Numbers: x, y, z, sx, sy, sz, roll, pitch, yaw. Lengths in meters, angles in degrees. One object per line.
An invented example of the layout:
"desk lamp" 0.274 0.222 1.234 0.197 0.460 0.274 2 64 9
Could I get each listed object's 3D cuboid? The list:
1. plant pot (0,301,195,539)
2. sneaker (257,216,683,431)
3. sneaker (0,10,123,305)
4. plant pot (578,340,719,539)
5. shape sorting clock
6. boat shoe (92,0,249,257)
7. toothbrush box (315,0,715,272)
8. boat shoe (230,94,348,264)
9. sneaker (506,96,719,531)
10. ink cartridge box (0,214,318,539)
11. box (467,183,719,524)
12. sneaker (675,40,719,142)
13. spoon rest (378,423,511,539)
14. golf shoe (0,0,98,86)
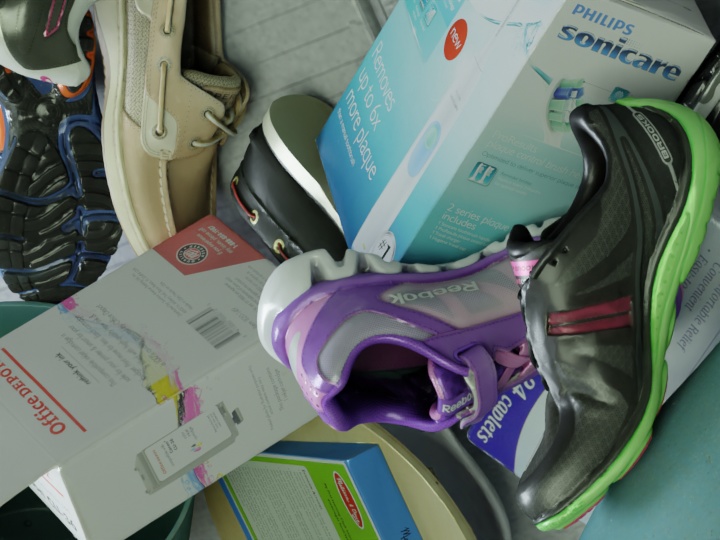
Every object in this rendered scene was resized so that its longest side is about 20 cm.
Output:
"plant pot" -0.186 0.143 1.579 0.200 0.201 0.161 22 148 13
"sneaker" 0.055 0.034 1.344 0.200 0.089 0.081 -8 125 -6
"sneaker" -0.167 -0.078 1.557 0.075 0.078 0.200 -2 109 -8
"plant pot" 0.205 0.114 1.299 0.200 0.200 0.188 25 100 12
"shape sorting clock" -0.007 0.144 1.545 0.200 0.039 0.200 32 142 29
"boat shoe" -0.096 -0.089 1.522 0.064 0.071 0.200 -1 108 23
"toothbrush box" 0.070 -0.086 1.405 0.085 0.146 0.200 19 122 -26
"boat shoe" 0.002 0.000 1.488 0.201 0.074 0.063 54 130 28
"sneaker" 0.098 0.018 1.291 0.084 0.077 0.200 16 82 -10
"ink cartridge box" -0.122 0.066 1.471 0.116 0.200 0.068 39 154 48
"box" 0.189 0.054 1.441 0.200 0.105 0.184 34 119 7
"sneaker" 0.220 -0.102 1.349 0.088 0.076 0.200 39 87 -1
"spoon rest" 0.034 0.093 1.544 0.099 0.061 0.200 7 110 21
"golf shoe" -0.136 -0.188 1.473 0.088 0.077 0.200 31 81 -7
